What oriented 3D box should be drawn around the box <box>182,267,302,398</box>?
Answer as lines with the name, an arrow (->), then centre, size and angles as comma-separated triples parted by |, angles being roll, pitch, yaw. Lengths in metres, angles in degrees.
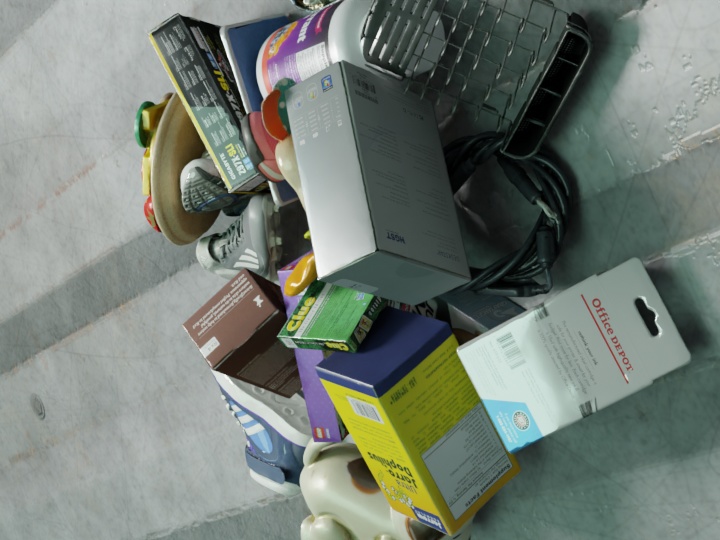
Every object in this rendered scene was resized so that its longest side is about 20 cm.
box -> -0.106, 0.075, 1.789 | 0.100, 0.200, 0.075 | -42, 67, 7

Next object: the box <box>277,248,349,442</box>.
box -> -0.027, 0.074, 1.757 | 0.039, 0.137, 0.200 | -4, 105, 28

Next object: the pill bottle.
pill bottle -> -0.009, -0.220, 1.617 | 0.200, 0.111, 0.112 | -12, 98, 51

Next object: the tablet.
tablet -> -0.087, -0.177, 1.719 | 0.014, 0.130, 0.200 | -13, 98, 33

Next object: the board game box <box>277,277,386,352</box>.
board game box -> 0.000, 0.000, 1.653 | 0.105, 0.200, 0.023 | 4, 143, 43

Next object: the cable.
cable -> 0.115, -0.056, 1.564 | 0.200, 0.051, 0.164 | 5, 96, 40

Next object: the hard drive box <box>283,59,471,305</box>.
hard drive box -> 0.017, -0.082, 1.523 | 0.077, 0.156, 0.200 | -25, 64, 32

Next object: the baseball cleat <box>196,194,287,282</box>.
baseball cleat -> -0.140, -0.029, 1.827 | 0.200, 0.106, 0.070 | 91, -178, -64

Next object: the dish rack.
dish rack -> 0.101, -0.205, 1.466 | 0.200, 0.055, 0.154 | 23, 129, -4

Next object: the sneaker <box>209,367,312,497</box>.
sneaker -> -0.133, 0.198, 1.988 | 0.200, 0.081, 0.147 | 40, 130, 23

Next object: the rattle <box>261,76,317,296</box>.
rattle -> -0.074, -0.085, 1.595 | 0.143, 0.130, 0.200 | -19, 131, 42

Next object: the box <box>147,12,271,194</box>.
box -> -0.145, -0.183, 1.761 | 0.049, 0.160, 0.200 | -30, 84, 18

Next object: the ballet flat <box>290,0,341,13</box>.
ballet flat -> -0.007, -0.313, 1.604 | 0.200, 0.074, 0.074 | -31, 83, 51

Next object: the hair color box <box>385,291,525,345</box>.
hair color box -> 0.114, 0.071, 1.654 | 0.200, 0.061, 0.099 | 33, 131, 35

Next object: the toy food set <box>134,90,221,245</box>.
toy food set -> -0.201, -0.129, 1.831 | 0.049, 0.200, 0.198 | 8, 108, 19

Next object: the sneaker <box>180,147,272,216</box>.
sneaker -> -0.159, -0.111, 1.801 | 0.074, 0.200, 0.087 | -16, 84, 13

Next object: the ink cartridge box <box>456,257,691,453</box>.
ink cartridge box -> 0.208, 0.078, 1.502 | 0.200, 0.067, 0.116 | -29, 84, 20

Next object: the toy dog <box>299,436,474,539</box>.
toy dog -> 0.042, 0.259, 1.778 | 0.200, 0.140, 0.194 | 1, 116, 36

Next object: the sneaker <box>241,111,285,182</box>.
sneaker -> -0.047, -0.131, 1.661 | 0.087, 0.200, 0.074 | -27, 61, 26

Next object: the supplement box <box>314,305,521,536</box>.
supplement box -> 0.060, 0.154, 1.622 | 0.109, 0.109, 0.200 | 14, 137, 55
